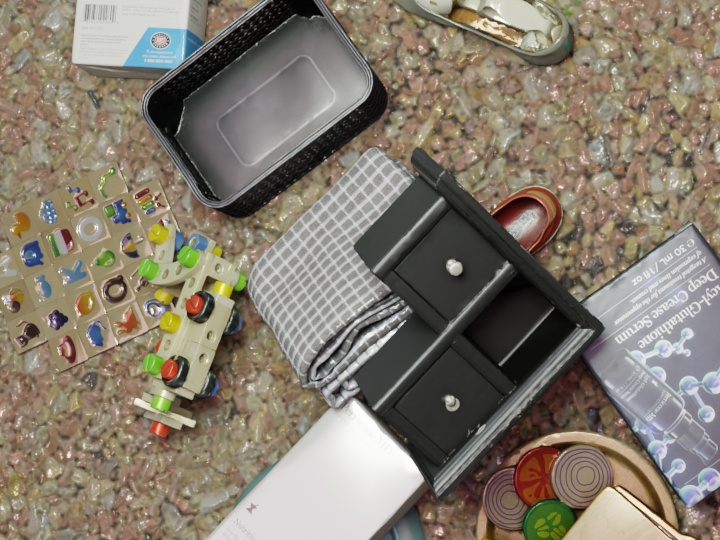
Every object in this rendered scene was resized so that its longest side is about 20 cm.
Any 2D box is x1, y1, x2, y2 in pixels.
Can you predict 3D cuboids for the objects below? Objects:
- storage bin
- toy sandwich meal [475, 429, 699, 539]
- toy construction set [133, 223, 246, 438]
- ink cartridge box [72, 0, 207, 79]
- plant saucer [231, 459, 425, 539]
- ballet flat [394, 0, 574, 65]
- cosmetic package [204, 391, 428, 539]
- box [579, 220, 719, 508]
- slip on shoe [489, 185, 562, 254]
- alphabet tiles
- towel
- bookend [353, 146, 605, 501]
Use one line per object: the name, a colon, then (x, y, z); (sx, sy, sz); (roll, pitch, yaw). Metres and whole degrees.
storage bin: (-0.089, -0.158, 1.442); (0.199, 0.094, 0.136); (-36, 81, 5)
toy sandwich meal: (0.198, 0.243, 1.376); (0.203, 0.070, 0.207); (-1, 86, 10)
toy construction set: (-0.169, 0.059, 1.427); (0.131, 0.092, 0.202); (10, 90, 50)
ink cartridge box: (-0.207, -0.291, 1.484); (0.115, 0.068, 0.202); (5, 87, 10)
plant saucer: (-0.037, 0.270, 1.437); (0.198, 0.027, 0.202); (-1, 86, 9)
ballet flat: (0.108, -0.254, 1.430); (0.199, 0.064, 0.068); (26, 90, 11)
cosmetic package: (-0.037, 0.219, 1.384); (0.113, 0.081, 0.200); (41, 90, 13)
box: (0.288, 0.084, 1.354); (0.148, 0.107, 0.201); (-36, 82, 5)
slip on shoe: (0.105, -0.003, 1.415); (0.200, 0.061, 0.074); (-42, 82, 6)
alphabet tiles: (-0.268, -0.004, 1.506); (0.199, 0.006, 0.168); (-25, 83, 7)
towel: (0.000, 0.000, 1.376); (0.200, 0.086, 0.166); (-44, 38, 5)
bookend: (0.058, 0.043, 1.261); (0.199, 0.092, 0.200); (-46, 110, 3)
